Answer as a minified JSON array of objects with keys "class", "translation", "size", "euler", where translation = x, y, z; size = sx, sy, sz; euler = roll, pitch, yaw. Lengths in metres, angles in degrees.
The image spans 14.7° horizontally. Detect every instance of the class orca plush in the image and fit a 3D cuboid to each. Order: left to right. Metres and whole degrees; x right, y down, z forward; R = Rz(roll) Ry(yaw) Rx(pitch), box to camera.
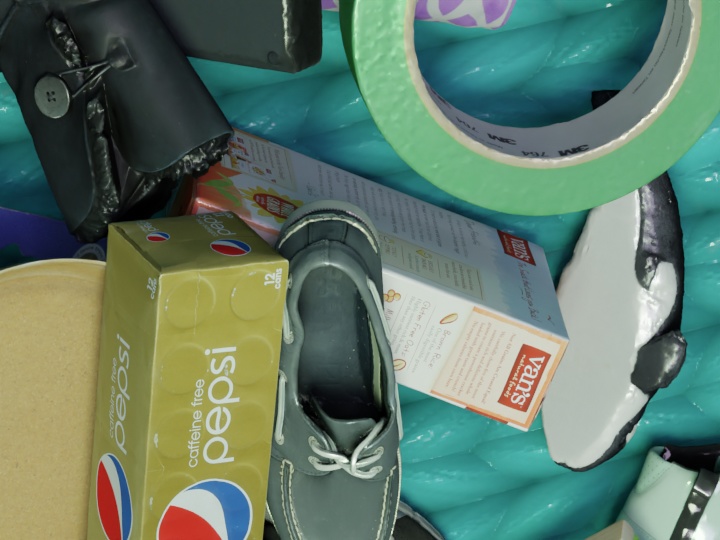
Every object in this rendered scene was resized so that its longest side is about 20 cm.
[{"class":"orca plush","translation":[0.140,0.004,1.492],"size":[0.105,0.071,0.202],"euler":[-3,91,36]}]

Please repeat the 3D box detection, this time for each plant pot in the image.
[{"class":"plant pot","translation":[-0.160,0.082,1.337],"size":[0.199,0.027,0.201],"euler":[-14,119,-25]}]

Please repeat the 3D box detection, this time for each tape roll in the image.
[{"class":"tape roll","translation":[0.091,-0.128,1.375],"size":[0.199,0.048,0.202],"euler":[-3,113,-7]}]

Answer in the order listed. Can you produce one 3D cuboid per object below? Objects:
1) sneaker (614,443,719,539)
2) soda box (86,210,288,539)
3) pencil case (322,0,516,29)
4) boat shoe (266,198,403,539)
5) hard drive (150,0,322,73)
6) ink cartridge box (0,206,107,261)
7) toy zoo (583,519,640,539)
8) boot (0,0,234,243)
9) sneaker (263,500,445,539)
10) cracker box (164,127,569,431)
[{"class":"sneaker","translation":[0.233,0.157,1.511],"size":[0.199,0.074,0.119],"euler":[14,105,-9]},{"class":"soda box","translation":[-0.084,0.077,1.321],"size":[0.067,0.064,0.201],"euler":[-6,115,-27]},{"class":"pencil case","translation":[-0.012,-0.174,1.415],"size":[0.198,0.084,0.086],"euler":[9,65,-12]},{"class":"boat shoe","translation":[-0.015,0.070,1.330],"size":[0.072,0.062,0.201],"euler":[-1,111,-2]},{"class":"hard drive","translation":[-0.109,-0.177,1.345],"size":[0.199,0.033,0.141],"euler":[12,114,31]},{"class":"ink cartridge box","translation":[-0.189,0.070,1.388],"size":[0.196,0.043,0.201],"euler":[12,102,-53]},{"class":"toy zoo","translation":[0.148,0.235,1.506],"size":[0.131,0.021,0.200],"euler":[-31,111,27]},{"class":"boot","translation":[-0.168,-0.087,1.349],"size":[0.199,0.076,0.169],"euler":[-25,89,31]},{"class":"sneaker","translation":[-0.030,0.149,1.445],"size":[0.199,0.116,0.075],"euler":[24,99,-16]},{"class":"cracker box","translation":[0.000,0.000,1.409],"size":[0.199,0.134,0.058],"euler":[20,108,-9]}]
